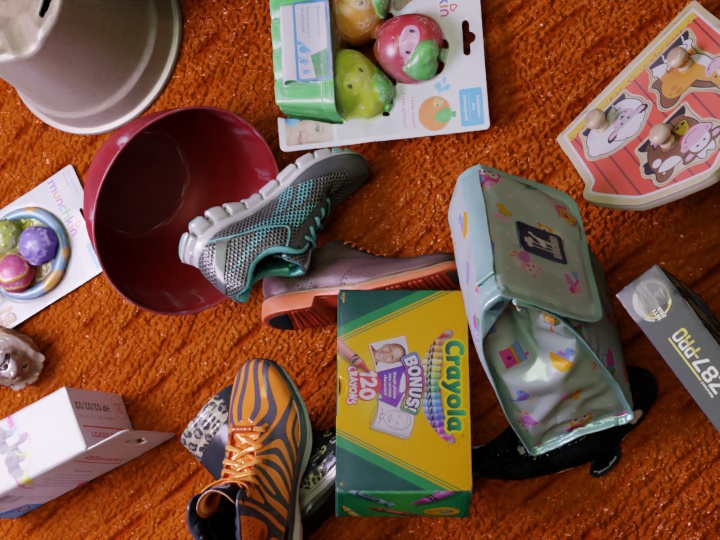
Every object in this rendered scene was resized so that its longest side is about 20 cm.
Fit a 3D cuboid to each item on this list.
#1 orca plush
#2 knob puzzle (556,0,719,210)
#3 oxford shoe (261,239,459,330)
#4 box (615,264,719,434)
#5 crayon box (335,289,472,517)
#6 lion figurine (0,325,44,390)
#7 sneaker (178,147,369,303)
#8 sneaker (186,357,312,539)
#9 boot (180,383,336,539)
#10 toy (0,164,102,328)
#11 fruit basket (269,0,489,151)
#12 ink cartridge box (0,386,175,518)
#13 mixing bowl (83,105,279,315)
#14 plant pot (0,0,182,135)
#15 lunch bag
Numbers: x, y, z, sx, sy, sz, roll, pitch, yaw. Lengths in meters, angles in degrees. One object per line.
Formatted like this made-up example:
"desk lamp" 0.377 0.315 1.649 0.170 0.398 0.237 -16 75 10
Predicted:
"orca plush" 0.161 0.134 1.659 0.198 0.071 0.106 -11 79 20
"knob puzzle" 0.260 -0.133 1.615 0.219 0.030 0.221 -32 37 28
"oxford shoe" 0.000 0.000 1.743 0.198 0.071 0.073 -10 66 14
"box" 0.292 0.081 1.546 0.049 0.200 0.162 -36 73 11
"crayon box" 0.037 0.116 1.661 0.118 0.058 0.201 0 59 0
"lion figurine" -0.415 0.112 1.888 0.200 0.122 0.073 -39 29 28
"sneaker" -0.065 -0.036 1.737 0.199 0.078 0.091 -32 66 -17
"sneaker" -0.099 0.174 1.658 0.077 0.112 0.202 -10 79 27
"boot" -0.061 0.149 1.745 0.204 0.073 0.154 -45 67 9
"toy" -0.355 -0.009 1.892 0.199 0.047 0.116 -32 75 15
"fruit basket" 0.015 -0.211 1.750 0.198 0.094 0.187 -6 79 16
"ink cartridge box" -0.292 0.168 1.808 0.199 0.115 0.068 -27 75 15
"mixing bowl" -0.184 -0.070 1.775 0.108 0.199 0.201 29 95 51
"plant pot" -0.302 -0.248 1.828 0.199 0.183 0.202 -3 82 21
"lunch bag" 0.144 0.025 1.585 0.121 0.200 0.171 -21 42 15
